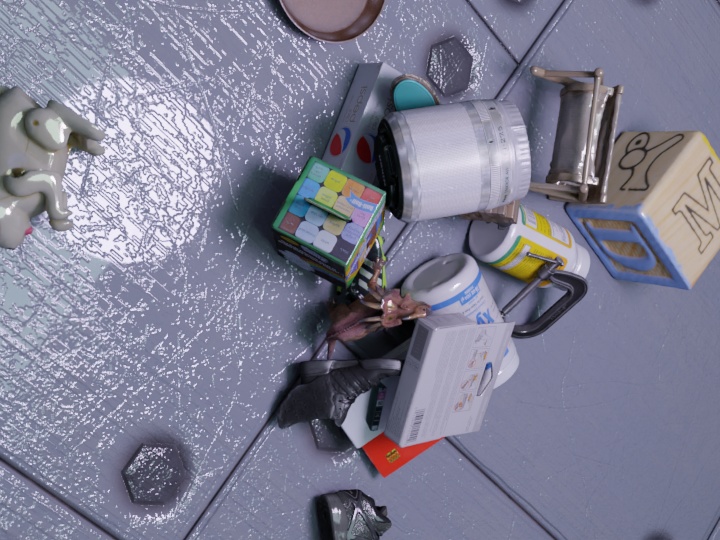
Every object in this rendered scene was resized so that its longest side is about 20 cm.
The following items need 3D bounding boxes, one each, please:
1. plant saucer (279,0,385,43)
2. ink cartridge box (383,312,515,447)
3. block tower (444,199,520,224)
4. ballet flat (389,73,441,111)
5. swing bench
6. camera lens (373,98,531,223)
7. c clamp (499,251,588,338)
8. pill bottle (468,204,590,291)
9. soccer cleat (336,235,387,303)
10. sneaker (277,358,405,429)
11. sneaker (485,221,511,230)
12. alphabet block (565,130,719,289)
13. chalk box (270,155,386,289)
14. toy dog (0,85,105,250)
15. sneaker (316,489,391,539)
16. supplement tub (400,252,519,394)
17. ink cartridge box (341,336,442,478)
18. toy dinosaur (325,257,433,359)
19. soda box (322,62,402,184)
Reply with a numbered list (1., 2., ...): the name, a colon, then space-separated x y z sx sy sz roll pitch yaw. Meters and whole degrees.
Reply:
1. plant saucer: -0.049 -0.439 1.675 0.200 0.034 0.201 -4 98 -32
2. ink cartridge box: 0.134 0.162 1.704 0.176 0.045 0.201 -3 117 -42
3. block tower: 0.143 -0.112 1.740 0.054 0.199 0.058 39 58 -66
4. ballet flat: 0.099 -0.239 1.701 0.200 0.068 0.075 50 28 -41
5. swing bench: 0.356 -0.219 1.861 0.200 0.129 0.200 7 92 -61
6. camera lens: 0.127 -0.159 1.616 0.199 0.160 0.161 -10 101 -9
7. c clamp: 0.288 0.044 1.877 0.170 0.200 0.027 12 44 -30
8. pill bottle: 0.288 -0.037 1.885 0.200 0.113 0.113 23 83 -32
9. soccer cleat: 0.000 0.000 1.736 0.081 0.068 0.201 -12 101 -15
10. sneaker: -0.026 0.185 1.689 0.199 0.060 0.105 -2 85 9
11. sneaker: 0.215 -0.165 1.786 0.071 0.098 0.201 10 56 -36
12. alphabet block: 0.521 -0.110 1.981 0.200 0.195 0.196 -49 119 -17
13. chalk box: -0.043 -0.072 1.600 0.125 0.200 0.124 28 77 5
14. toy dog: -0.434 -0.119 1.403 0.194 0.139 0.200 32 78 -18
15. sneaker: 0.000 0.439 1.772 0.114 0.076 0.200 -9 95 -25
16. supplement tub: 0.161 0.086 1.805 0.132 0.132 0.200 -38 113 -24
17. ink cartridge box: 0.071 0.214 1.757 0.200 0.044 0.174 -34 104 1
18. toy dinosaur: 0.004 0.069 1.654 0.200 0.136 0.086 -36 105 18
19. soda box: 0.004 -0.213 1.710 0.064 0.068 0.201 26 81 -34
